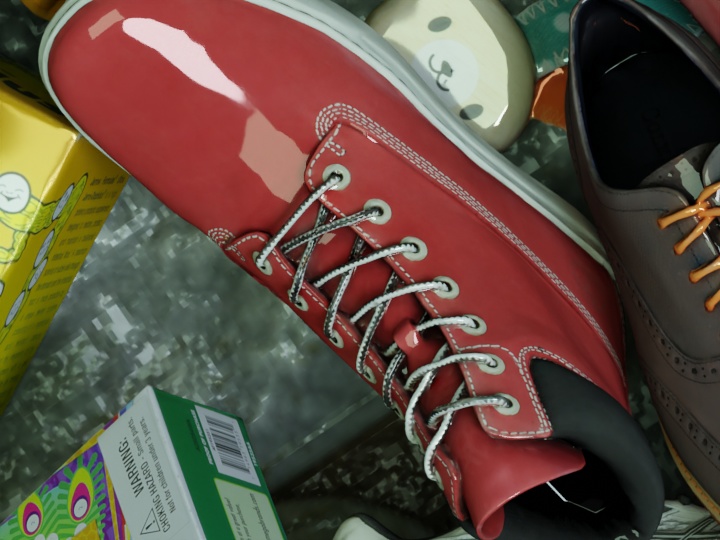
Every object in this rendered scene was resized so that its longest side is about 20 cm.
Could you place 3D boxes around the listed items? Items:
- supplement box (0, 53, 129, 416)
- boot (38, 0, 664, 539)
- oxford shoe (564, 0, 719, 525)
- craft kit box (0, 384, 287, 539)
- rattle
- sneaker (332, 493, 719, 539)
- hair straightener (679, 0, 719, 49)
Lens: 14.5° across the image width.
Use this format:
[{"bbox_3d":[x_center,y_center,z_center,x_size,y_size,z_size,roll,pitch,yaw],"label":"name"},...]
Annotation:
[{"bbox_3d":[-0.166,0.019,0.871,0.109,0.110,0.200,29,95,4],"label":"supplement box"},{"bbox_3d":[0.000,0.000,0.774,0.200,0.144,0.072,32,115,-21],"label":"boot"},{"bbox_3d":[0.100,0.007,0.778,0.071,0.073,0.200,-31,53,6],"label":"oxford shoe"},{"bbox_3d":[-0.083,0.169,0.793,0.198,0.049,0.200,-45,47,24],"label":"craft kit box"},{"bbox_3d":[0.005,-0.083,0.837,0.200,0.143,0.130,29,77,10],"label":"rattle"},{"bbox_3d":[0.080,0.086,0.817,0.200,0.076,0.088,-12,53,6],"label":"sneaker"},{"bbox_3d":[0.174,-0.030,0.845,0.041,0.077,0.200,-50,65,17],"label":"hair straightener"}]
